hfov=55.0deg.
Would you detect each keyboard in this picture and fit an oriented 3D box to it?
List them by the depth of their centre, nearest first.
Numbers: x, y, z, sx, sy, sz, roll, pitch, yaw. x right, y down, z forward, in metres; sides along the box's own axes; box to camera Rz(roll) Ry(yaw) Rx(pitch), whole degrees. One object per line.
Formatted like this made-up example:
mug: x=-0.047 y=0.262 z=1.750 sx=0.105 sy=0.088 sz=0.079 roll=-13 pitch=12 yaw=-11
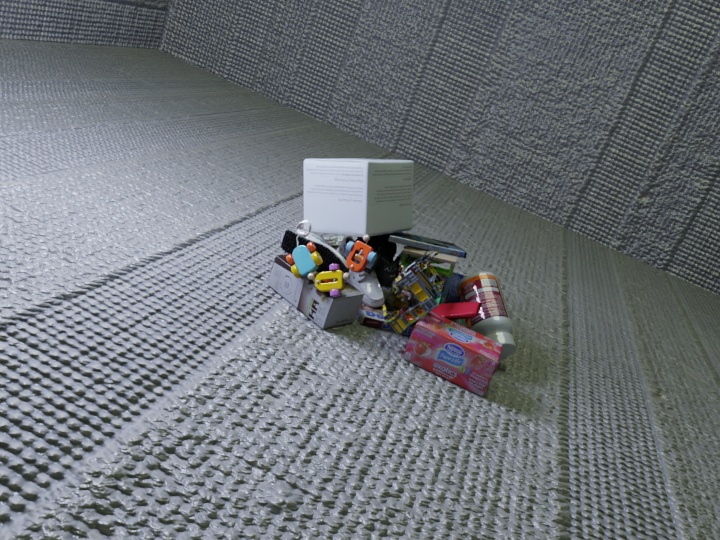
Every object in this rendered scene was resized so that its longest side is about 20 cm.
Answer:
keyboard: x=0.040 y=-0.039 z=1.642 sx=0.126 sy=0.021 sz=0.200 roll=30 pitch=27 yaw=4

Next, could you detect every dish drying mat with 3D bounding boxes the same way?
dish drying mat: x=0.181 y=0.098 z=1.617 sx=0.198 sy=0.018 sz=0.077 roll=-7 pitch=20 yaw=21

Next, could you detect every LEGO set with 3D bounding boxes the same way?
LEGO set: x=0.105 y=0.037 z=1.566 sx=0.116 sy=0.153 sz=0.200 roll=50 pitch=33 yaw=-8

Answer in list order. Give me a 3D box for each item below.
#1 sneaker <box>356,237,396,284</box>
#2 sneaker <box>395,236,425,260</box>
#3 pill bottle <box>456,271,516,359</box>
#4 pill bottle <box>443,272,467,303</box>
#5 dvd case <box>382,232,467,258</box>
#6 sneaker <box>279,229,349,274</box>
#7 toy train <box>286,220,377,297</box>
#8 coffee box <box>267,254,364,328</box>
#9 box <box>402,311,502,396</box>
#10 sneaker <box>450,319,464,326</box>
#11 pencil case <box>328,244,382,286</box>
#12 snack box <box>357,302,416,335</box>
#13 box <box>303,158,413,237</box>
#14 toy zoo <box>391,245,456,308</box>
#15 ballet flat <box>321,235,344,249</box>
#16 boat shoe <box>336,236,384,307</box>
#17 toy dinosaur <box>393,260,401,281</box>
sneaker: x=0.058 y=-0.044 z=1.752 sx=0.090 sy=0.076 sz=0.201 roll=5 pitch=43 yaw=-25
sneaker: x=0.166 y=-0.032 z=1.869 sx=0.087 sy=0.076 sz=0.200 roll=42 pitch=-9 yaw=-5
pill bottle: x=0.310 y=0.113 z=1.699 sx=0.108 sy=0.110 sz=0.202 roll=10 pitch=52 yaw=-29
pill bottle: x=0.201 y=0.054 z=1.821 sx=0.198 sy=0.117 sz=0.116 roll=14 pitch=22 yaw=-22
dvd case: x=0.152 y=-0.069 z=1.705 sx=0.197 sy=0.018 sz=0.143 roll=12 pitch=9 yaw=-8
sneaker: x=-0.090 y=-0.046 z=1.608 sx=0.199 sy=0.071 sz=0.093 roll=28 pitch=26 yaw=26
toy train: x=-0.062 y=-0.025 z=1.512 sx=0.198 sy=0.152 sz=0.056 roll=22 pitch=-2 yaw=22
coffee box: x=-0.105 y=0.042 z=1.593 sx=0.199 sy=0.081 sz=0.112 roll=35 pitch=25 yaw=31
box: x=0.206 y=0.180 z=1.538 sx=0.198 sy=0.096 sz=0.100 roll=25 pitch=22 yaw=9
sneaker: x=0.226 y=0.153 z=1.679 sx=0.092 sy=0.077 sz=0.200 roll=63 pitch=12 yaw=0
pencil case: x=-0.030 y=-0.008 z=1.790 sx=0.198 sy=0.091 sz=0.094 roll=23 pitch=55 yaw=-2
snack box: x=0.088 y=0.123 z=1.665 sx=0.198 sy=0.025 sz=0.072 roll=15 pitch=23 yaw=-20
box: x=-0.003 y=-0.179 z=1.652 sx=0.198 sy=0.174 sz=0.198 roll=8 pitch=12 yaw=36
toy zoo: x=0.150 y=0.040 z=1.692 sx=0.130 sy=0.202 sz=0.021 roll=13 pitch=36 yaw=3
ballet flat: x=-0.085 y=-0.057 z=1.891 sx=0.071 sy=0.072 sz=0.199 roll=30 pitch=22 yaw=22
boat shoe: x=0.000 y=0.000 z=1.686 sx=0.070 sy=0.070 sz=0.201 roll=-14 pitch=55 yaw=-33
toy dinosaur: x=0.105 y=0.007 z=1.890 sx=0.198 sy=0.078 sz=0.102 roll=17 pitch=3 yaw=-32
